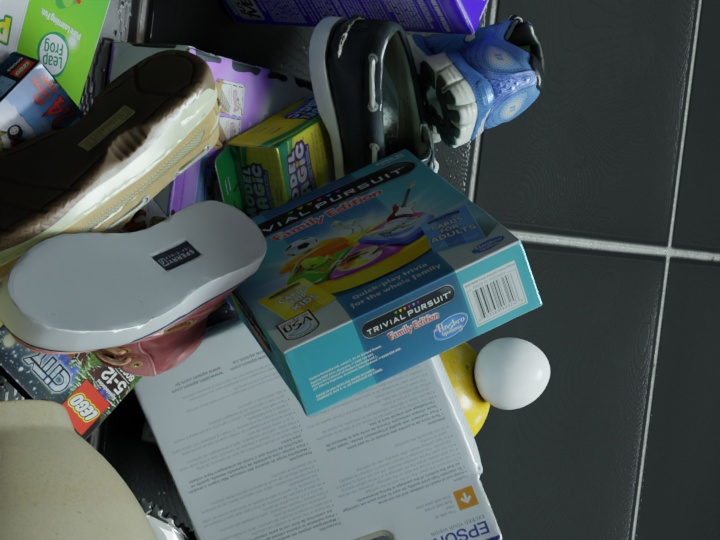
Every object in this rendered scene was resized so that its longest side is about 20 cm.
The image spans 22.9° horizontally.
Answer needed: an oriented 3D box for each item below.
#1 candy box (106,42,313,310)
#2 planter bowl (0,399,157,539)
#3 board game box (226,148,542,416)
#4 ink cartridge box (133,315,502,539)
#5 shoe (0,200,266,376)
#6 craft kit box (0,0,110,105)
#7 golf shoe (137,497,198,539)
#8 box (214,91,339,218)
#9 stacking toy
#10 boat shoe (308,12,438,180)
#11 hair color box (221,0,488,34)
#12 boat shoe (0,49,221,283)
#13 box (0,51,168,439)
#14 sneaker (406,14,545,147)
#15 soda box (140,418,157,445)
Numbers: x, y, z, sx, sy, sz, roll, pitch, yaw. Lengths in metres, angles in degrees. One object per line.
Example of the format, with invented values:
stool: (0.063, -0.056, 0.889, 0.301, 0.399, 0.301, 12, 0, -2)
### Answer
candy box: (-0.095, -0.058, 1.237, 0.200, 0.071, 0.169, 7, 90, -58)
planter bowl: (-0.213, 0.153, 1.007, 0.200, 0.199, 0.135, 12, 59, -59)
board game box: (0.000, 0.000, 1.082, 0.150, 0.200, 0.047, -25, 115, -9)
ink cartridge box: (-0.029, 0.116, 1.182, 0.041, 0.199, 0.201, -61, 130, -78)
shoe: (-0.136, 0.026, 0.998, 0.200, 0.071, 0.091, -24, 154, -54)
craft kit box: (-0.211, -0.222, 1.039, 0.200, 0.048, 0.199, 32, 73, -56)
golf shoe: (-0.144, 0.245, 1.223, 0.095, 0.077, 0.201, -48, 134, -42)
box: (-0.027, -0.059, 1.234, 0.200, 0.048, 0.118, -36, 125, -48)
stacking toy: (0.041, 0.089, 1.239, 0.146, 0.199, 0.147, 38, 46, -53)
boat shoe: (0.019, -0.079, 1.206, 0.076, 0.060, 0.201, -55, 138, -39)
hair color box: (0.002, -0.227, 1.232, 0.110, 0.199, 0.065, -65, 146, -25)
boat shoe: (-0.155, -0.040, 1.008, 0.200, 0.072, 0.076, -36, 140, -20)
box: (-0.186, -0.010, 1.058, 0.137, 0.038, 0.200, -49, 128, -15)
sneaker: (0.082, -0.131, 1.230, 0.200, 0.089, 0.079, -122, -164, -74)
soda box: (-0.075, 0.119, 1.314, 0.200, 0.068, 0.064, 30, 70, -57)
